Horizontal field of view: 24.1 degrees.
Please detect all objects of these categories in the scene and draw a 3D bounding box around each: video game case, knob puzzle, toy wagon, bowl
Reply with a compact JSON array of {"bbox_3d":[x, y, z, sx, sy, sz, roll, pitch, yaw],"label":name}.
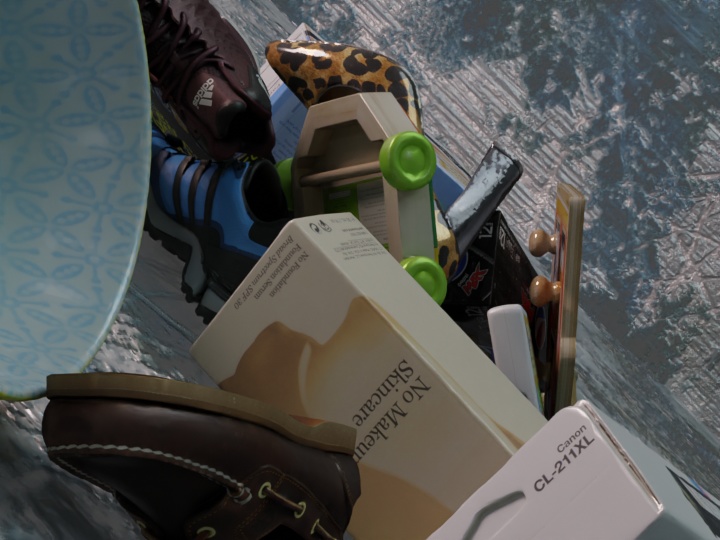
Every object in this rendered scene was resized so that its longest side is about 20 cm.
[{"bbox_3d":[0.102,0.113,0.998,0.200,0.023,0.184,20,61,-83],"label":"video game case"},{"bbox_3d":[0.126,0.045,1.144,0.030,0.222,0.220,3,9,3],"label":"knob puzzle"},{"bbox_3d":[0.000,0.000,0.995,0.039,0.202,0.155,-6,0,-29],"label":"toy wagon"},{"bbox_3d":[-0.164,-0.055,0.624,0.107,0.202,0.200,1,-4,17],"label":"bowl"}]

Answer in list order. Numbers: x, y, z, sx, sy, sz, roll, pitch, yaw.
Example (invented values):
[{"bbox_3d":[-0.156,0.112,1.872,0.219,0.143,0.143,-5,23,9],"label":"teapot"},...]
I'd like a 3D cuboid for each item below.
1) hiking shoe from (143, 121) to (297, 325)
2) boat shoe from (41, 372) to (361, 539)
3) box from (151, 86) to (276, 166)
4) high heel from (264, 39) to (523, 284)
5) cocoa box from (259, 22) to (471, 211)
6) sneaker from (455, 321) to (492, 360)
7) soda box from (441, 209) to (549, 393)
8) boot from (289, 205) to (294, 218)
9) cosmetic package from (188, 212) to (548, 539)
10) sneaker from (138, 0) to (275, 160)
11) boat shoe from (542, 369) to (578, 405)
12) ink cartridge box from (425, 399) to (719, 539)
[{"bbox_3d":[-0.085,-0.039,1.038,0.074,0.087,0.200,33,14,-50],"label":"hiking shoe"},{"bbox_3d":[-0.055,0.084,0.665,0.070,0.071,0.200,1,-13,30],"label":"boat shoe"},{"bbox_3d":[-0.129,-0.122,1.180,0.200,0.044,0.161,49,-13,26],"label":"box"},{"bbox_3d":[-0.008,-0.069,1.103,0.199,0.143,0.072,32,-31,12],"label":"high heel"},{"bbox_3d":[-0.014,-0.082,1.395,0.200,0.133,0.131,41,10,-17],"label":"cocoa box"},{"bbox_3d":[0.051,0.089,1.061,0.074,0.087,0.200,42,10,-23],"label":"sneaker"},{"bbox_3d":[0.091,0.027,1.205,0.063,0.071,0.200,1,-21,20],"label":"soda box"},{"bbox_3d":[-0.018,-0.034,1.171,0.204,0.073,0.155,45,36,-40],"label":"boot"},{"bbox_3d":[0.015,0.075,0.889,0.200,0.105,0.071,45,22,16],"label":"cosmetic package"},{"bbox_3d":[-0.106,-0.133,0.964,0.200,0.076,0.116,40,12,-43],"label":"sneaker"},{"bbox_3d":[0.158,0.113,1.452,0.072,0.076,0.200,33,14,-49],"label":"boat shoe"},{"bbox_3d":[0.126,0.174,0.816,0.200,0.146,0.083,36,14,-39],"label":"ink cartridge box"}]
